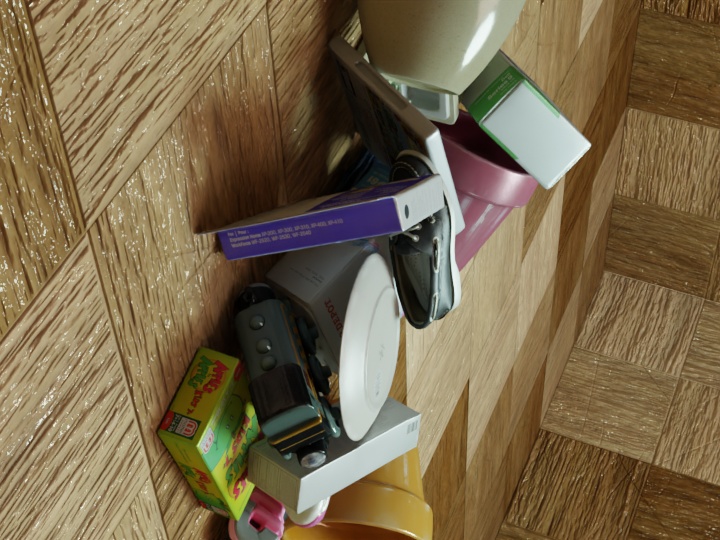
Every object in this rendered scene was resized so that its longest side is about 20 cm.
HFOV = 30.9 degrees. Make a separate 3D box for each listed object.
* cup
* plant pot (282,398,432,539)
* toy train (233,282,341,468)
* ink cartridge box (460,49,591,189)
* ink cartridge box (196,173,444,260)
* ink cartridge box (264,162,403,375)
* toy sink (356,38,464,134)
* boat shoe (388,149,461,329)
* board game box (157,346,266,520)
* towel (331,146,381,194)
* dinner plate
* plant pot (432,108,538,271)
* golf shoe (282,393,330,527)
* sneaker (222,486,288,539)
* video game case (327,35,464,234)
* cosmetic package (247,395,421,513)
[{"bbox_3d":[0.079,-0.275,1.430,0.200,0.198,0.145,1,103,-72],"label":"cup"},{"bbox_3d":[0.002,0.275,1.734,0.201,0.197,0.185,72,22,-61],"label":"plant pot"},{"bbox_3d":[-0.080,0.105,1.355,0.114,0.084,0.202,60,9,-53],"label":"toy train"},{"bbox_3d":[0.194,-0.216,1.695,0.084,0.146,0.201,-45,-149,13],"label":"ink cartridge box"},{"bbox_3d":[-0.034,-0.050,1.302,0.200,0.196,0.044,-25,104,-67],"label":"ink cartridge box"},{"bbox_3d":[0.000,0.000,1.496,0.200,0.084,0.145,-46,141,-19],"label":"ink cartridge box"},{"bbox_3d":[0.078,-0.264,1.592,0.131,0.111,0.201,80,31,-54],"label":"toy sink"},{"bbox_3d":[0.063,-0.030,1.412,0.060,0.075,0.202,-37,121,-38],"label":"boat shoe"},{"bbox_3d":[-0.148,0.176,1.379,0.201,0.047,0.102,76,33,-57],"label":"board game box"},{"bbox_3d":[0.001,-0.085,1.615,0.113,0.048,0.201,88,24,-43],"label":"towel"},{"bbox_3d":[0.015,0.083,1.401,0.200,0.024,0.203,7,90,-74],"label":"dinner plate"},{"bbox_3d":[0.123,-0.105,1.769,0.180,0.199,0.200,-64,167,22],"label":"plant pot"},{"bbox_3d":[-0.083,0.195,1.509,0.091,0.075,0.203,28,51,-61],"label":"golf shoe"},{"bbox_3d":[-0.115,0.286,1.571,0.096,0.079,0.200,-59,174,36],"label":"sneaker"},{"bbox_3d":[0.043,-0.150,1.473,0.023,0.182,0.201,-37,149,-9],"label":"video game case"},{"bbox_3d":[-0.027,0.197,1.452,0.199,0.082,0.051,-21,128,-43],"label":"cosmetic package"}]
